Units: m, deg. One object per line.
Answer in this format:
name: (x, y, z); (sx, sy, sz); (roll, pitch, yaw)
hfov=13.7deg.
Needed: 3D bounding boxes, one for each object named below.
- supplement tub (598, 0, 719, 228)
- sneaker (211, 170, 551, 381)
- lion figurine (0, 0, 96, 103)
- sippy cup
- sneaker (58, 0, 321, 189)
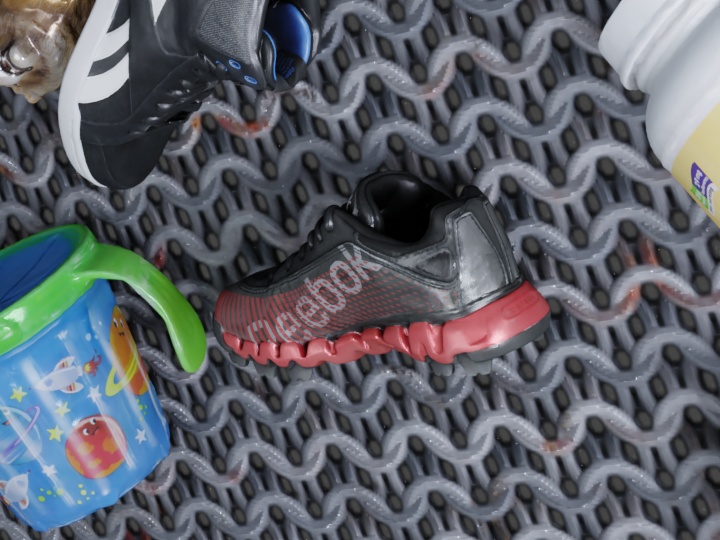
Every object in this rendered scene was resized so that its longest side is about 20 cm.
supplement tub: (0.204, -0.054, 1.179); (0.200, 0.145, 0.145); (49, 137, 12)
sneaker: (0.000, 0.000, 1.460); (0.200, 0.071, 0.098); (-5, 109, 43)
lion figurine: (-0.179, -0.194, 1.536); (0.122, 0.072, 0.201); (-31, 78, 52)
sippy cup: (-0.173, 0.065, 1.628); (0.178, 0.140, 0.131); (-2, 122, 57)
sneaker: (-0.081, -0.099, 1.481); (0.112, 0.073, 0.200); (38, 132, 25)
